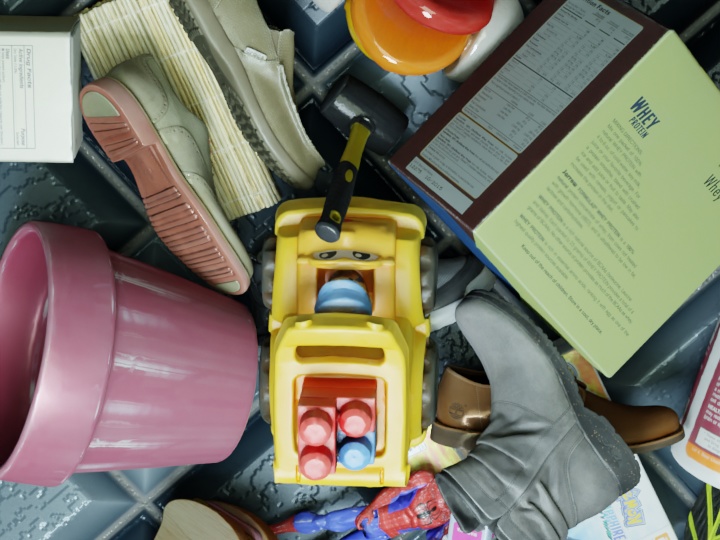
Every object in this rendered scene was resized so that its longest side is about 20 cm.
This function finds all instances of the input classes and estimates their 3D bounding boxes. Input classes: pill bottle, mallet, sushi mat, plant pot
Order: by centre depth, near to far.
[{"bbox_3d":[-0.016,-0.085,1.617,0.066,0.200,0.041,39,121,-6],"label":"mallet"},{"bbox_3d":[-0.183,0.072,1.658,0.179,0.200,0.200,10,105,-23],"label":"plant pot"},{"bbox_3d":[-0.144,-0.125,1.688,0.096,0.012,0.200,-23,106,3],"label":"sushi mat"},{"bbox_3d":[0.332,0.074,1.723,0.114,0.114,0.200,17,104,-8],"label":"pill bottle"}]

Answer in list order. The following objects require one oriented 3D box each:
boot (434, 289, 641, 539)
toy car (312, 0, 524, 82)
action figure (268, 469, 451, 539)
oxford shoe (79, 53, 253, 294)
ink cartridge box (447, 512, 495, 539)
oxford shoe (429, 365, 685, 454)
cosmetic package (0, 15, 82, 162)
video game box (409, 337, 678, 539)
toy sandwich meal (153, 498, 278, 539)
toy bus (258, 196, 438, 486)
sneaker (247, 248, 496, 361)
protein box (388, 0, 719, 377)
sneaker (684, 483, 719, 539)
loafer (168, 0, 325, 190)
[{"bbox_3d":[0.104,0.120,1.627,0.132,0.070,0.200,-35,77,-18],"label":"boot"},{"bbox_3d":[0.061,-0.235,1.600,0.175,0.150,0.200,26,102,-10],"label":"toy car"},{"bbox_3d":[0.000,0.215,1.722,0.200,0.099,0.065,-21,106,18],"label":"action figure"},{"bbox_3d":[-0.130,-0.074,1.655,0.074,0.071,0.200,-43,112,-34],"label":"oxford shoe"},{"bbox_3d":[0.101,0.268,1.715,0.042,0.119,0.200,18,109,27],"label":"ink cartridge box"},{"bbox_3d":[0.157,0.106,1.699,0.200,0.071,0.071,4,99,-4],"label":"oxford shoe"},{"bbox_3d":[-0.311,-0.139,1.637,0.200,0.071,0.105,2,108,-2],"label":"cosmetic package"},{"bbox_3d":[0.138,0.176,1.774,0.182,0.047,0.200,-27,106,2],"label":"video game box"},{"bbox_3d":[-0.136,0.280,1.714,0.205,0.205,0.070,-47,132,9],"label":"toy sandwich meal"},{"bbox_3d":[-0.014,0.064,1.586,0.136,0.192,0.200,2,109,5],"label":"toy bus"},{"bbox_3d":[0.000,0.000,1.699,0.200,0.075,0.114,-18,108,4],"label":"sneaker"},{"bbox_3d":[0.171,-0.071,1.613,0.200,0.135,0.199,-46,128,0],"label":"protein box"},{"bbox_3d":[0.292,0.263,1.795,0.076,0.075,0.200,18,112,-25],"label":"sneaker"},{"bbox_3d":[-0.075,-0.153,1.650,0.067,0.076,0.200,-32,107,-9],"label":"loafer"}]
